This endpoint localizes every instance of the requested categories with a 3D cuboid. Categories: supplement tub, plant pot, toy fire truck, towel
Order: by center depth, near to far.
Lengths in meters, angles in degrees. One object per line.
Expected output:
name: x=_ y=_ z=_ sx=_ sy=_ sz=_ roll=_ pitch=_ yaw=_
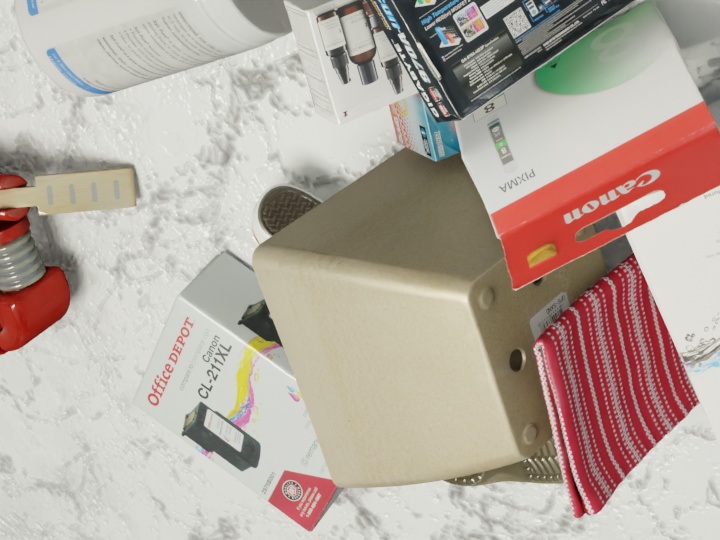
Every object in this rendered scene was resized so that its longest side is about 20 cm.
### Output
towel: x=0.197 y=0.064 z=1.145 sx=0.022 sy=0.199 sz=0.146 roll=6 pitch=121 yaw=43
plant pot: x=0.075 y=0.033 z=1.163 sx=0.176 sy=0.199 sz=0.202 roll=4 pitch=121 yaw=48
supplement tub: x=-0.150 y=-0.214 z=1.220 sx=0.198 sy=0.132 sz=0.133 roll=-10 pitch=112 yaw=33
toy fire truck: x=-0.295 y=-0.024 z=1.437 sx=0.198 sy=0.128 sz=0.178 roll=3 pitch=119 yaw=40

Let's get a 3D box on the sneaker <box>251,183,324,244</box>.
sneaker: x=0.000 y=0.000 z=1.316 sx=0.199 sy=0.073 sz=0.085 roll=35 pitch=164 yaw=-3

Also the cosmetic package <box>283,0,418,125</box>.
cosmetic package: x=0.055 y=-0.174 z=1.092 sx=0.051 sy=0.198 sz=0.083 roll=38 pitch=148 yaw=61

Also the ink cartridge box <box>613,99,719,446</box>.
ink cartridge box: x=0.278 y=-0.005 z=1.073 sx=0.143 sy=0.147 sz=0.202 roll=-20 pitch=107 yaw=24

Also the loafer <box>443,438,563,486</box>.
loafer: x=0.113 y=0.130 z=1.316 sx=0.199 sy=0.068 sz=0.076 roll=4 pitch=119 yaw=46

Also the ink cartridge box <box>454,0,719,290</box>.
ink cartridge box: x=0.145 y=-0.086 z=1.052 sx=0.160 sy=0.201 sz=0.050 roll=-28 pitch=115 yaw=12

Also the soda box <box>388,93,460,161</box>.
soda box: x=0.045 y=-0.185 z=1.152 sx=0.068 sy=0.063 sz=0.202 roll=34 pitch=143 yaw=59

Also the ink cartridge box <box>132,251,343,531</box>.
ink cartridge box: x=-0.082 y=0.105 z=1.399 sx=0.199 sy=0.083 sz=0.146 roll=34 pitch=129 yaw=8

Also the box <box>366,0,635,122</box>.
box: x=0.095 y=-0.215 z=1.045 sx=0.160 sy=0.199 sz=0.046 roll=58 pitch=167 yaw=-12
